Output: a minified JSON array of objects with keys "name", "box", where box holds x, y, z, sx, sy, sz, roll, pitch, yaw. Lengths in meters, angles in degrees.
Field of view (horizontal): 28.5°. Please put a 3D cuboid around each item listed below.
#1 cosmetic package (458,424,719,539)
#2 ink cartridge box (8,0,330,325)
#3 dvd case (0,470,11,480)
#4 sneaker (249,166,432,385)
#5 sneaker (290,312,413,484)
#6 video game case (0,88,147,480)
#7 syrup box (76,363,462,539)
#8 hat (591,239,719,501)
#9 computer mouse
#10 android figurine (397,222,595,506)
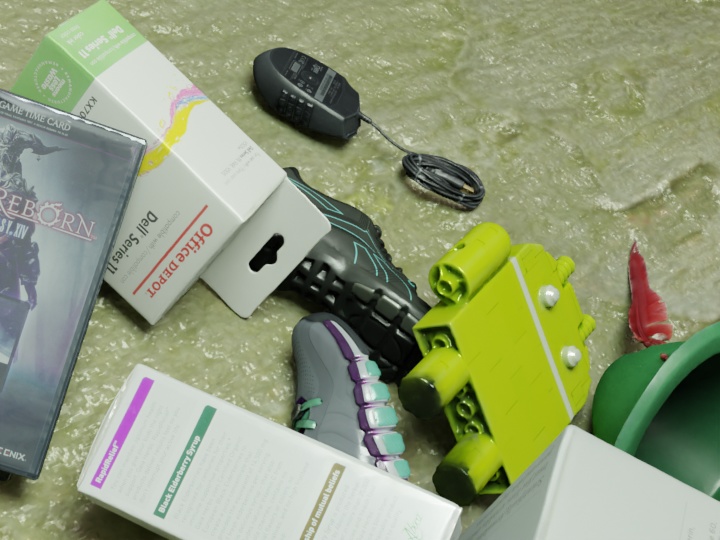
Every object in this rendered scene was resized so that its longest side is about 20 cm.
[{"name":"cosmetic package","box":[0.148,0.227,0.791,0.199,0.165,0.166,28,50,-4]},{"name":"ink cartridge box","box":[-0.129,-0.051,0.877,0.200,0.117,0.067,43,37,-3]},{"name":"dvd case","box":[-0.262,0.018,0.852,0.149,0.025,0.201,16,53,-13]},{"name":"sneaker","box":[0.000,0.000,0.946,0.199,0.076,0.079,37,48,4]},{"name":"sneaker","box":[-0.020,0.118,0.857,0.087,0.075,0.201,-11,63,-24]},{"name":"video game case","box":[-0.217,-0.001,0.791,0.142,0.019,0.202,18,84,-10]},{"name":"syrup box","box":[-0.048,0.132,0.786,0.198,0.079,0.082,23,75,12]},{"name":"hat","box":[0.171,0.075,0.975,0.199,0.167,0.176,11,16,-48]},{"name":"computer mouse","box":[0.004,-0.100,1.050,0.199,0.034,0.059,33,34,-5]},{"name":"android figurine","box":[0.098,0.060,0.920,0.200,0.041,0.183,-37,112,-47]}]
